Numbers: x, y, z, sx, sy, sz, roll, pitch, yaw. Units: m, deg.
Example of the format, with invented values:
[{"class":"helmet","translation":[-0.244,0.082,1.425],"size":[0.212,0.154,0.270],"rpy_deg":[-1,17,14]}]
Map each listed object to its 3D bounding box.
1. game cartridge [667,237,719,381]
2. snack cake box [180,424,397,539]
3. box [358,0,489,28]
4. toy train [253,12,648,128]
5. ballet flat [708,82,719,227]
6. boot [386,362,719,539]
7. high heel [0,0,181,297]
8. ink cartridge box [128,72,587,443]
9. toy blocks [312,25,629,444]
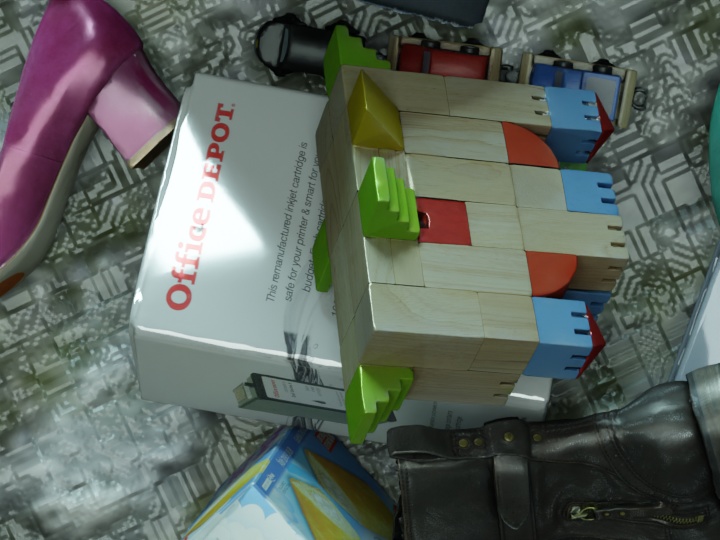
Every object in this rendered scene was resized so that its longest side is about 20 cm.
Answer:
[{"class":"game cartridge","translation":[0.230,0.043,1.320],"size":[0.133,0.040,0.201],"rpy_deg":[20,96,5]},{"class":"snack cake box","translation":[-0.022,0.144,1.258],"size":[0.067,0.200,0.115],"rpy_deg":[-44,92,9]},{"class":"box","translation":[-0.015,-0.240,1.207],"size":[0.196,0.124,0.201],"rpy_deg":[28,105,44]},{"class":"toy train","translation":[0.045,-0.100,1.311],"size":[0.199,0.046,0.034],"rpy_deg":[8,96,2]},{"class":"ballet flat","translation":[0.206,-0.099,1.268],"size":[0.067,0.070,0.201],"rpy_deg":[7,80,9]},{"class":"boot","translation":[0.100,0.115,1.240],"size":[0.173,0.200,0.069],"rpy_deg":[-13,49,3]},{"class":"high heel","translation":[-0.185,-0.050,1.319],"size":[0.200,0.067,0.096],"rpy_deg":[-42,86,8]},{"class":"ink cartridge box","translation":[0.000,0.000,1.275],"size":[0.199,0.084,0.146],"rpy_deg":[10,64,3]},{"class":"toy blocks","translation":[0.057,-0.014,1.193],"size":[0.136,0.100,0.201],"rpy_deg":[5,52,-15]}]
